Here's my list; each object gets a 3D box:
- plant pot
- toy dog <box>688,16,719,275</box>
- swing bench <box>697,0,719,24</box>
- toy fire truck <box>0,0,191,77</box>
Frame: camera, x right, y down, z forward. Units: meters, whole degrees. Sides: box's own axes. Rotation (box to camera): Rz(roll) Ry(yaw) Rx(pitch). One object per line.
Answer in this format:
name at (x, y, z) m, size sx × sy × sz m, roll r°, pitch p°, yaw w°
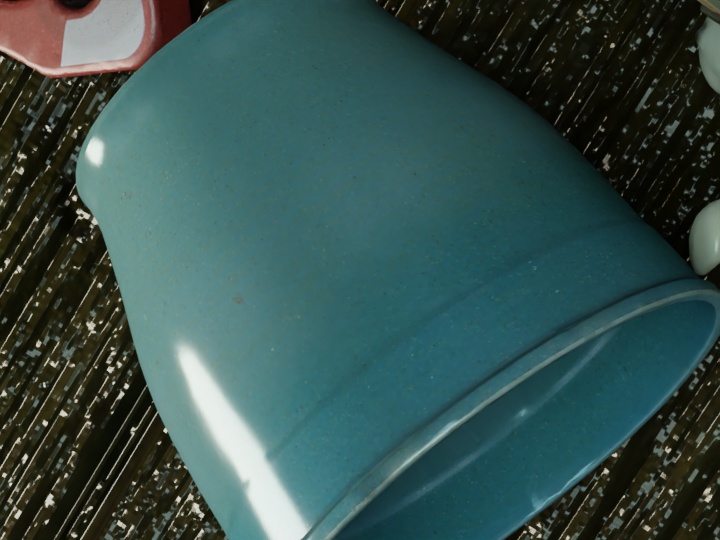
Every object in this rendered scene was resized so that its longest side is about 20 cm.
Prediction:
plant pot at (0.000, 0.000, 0.997) m, size 0.200 × 0.200 × 0.188 m, roll -41°, pitch 72°, yaw 15°
toy dog at (0.205, -0.048, 0.961) m, size 0.194 × 0.140 × 0.200 m, roll -38°, pitch 88°, yaw 3°
swing bench at (0.126, -0.202, 0.908) m, size 0.200 × 0.130 × 0.199 m, roll 41°, pitch 99°, yaw 37°
toy fire truck at (-0.126, -0.175, 1.050) m, size 0.167 × 0.112 × 0.201 m, roll -1°, pitch 97°, yaw 38°
